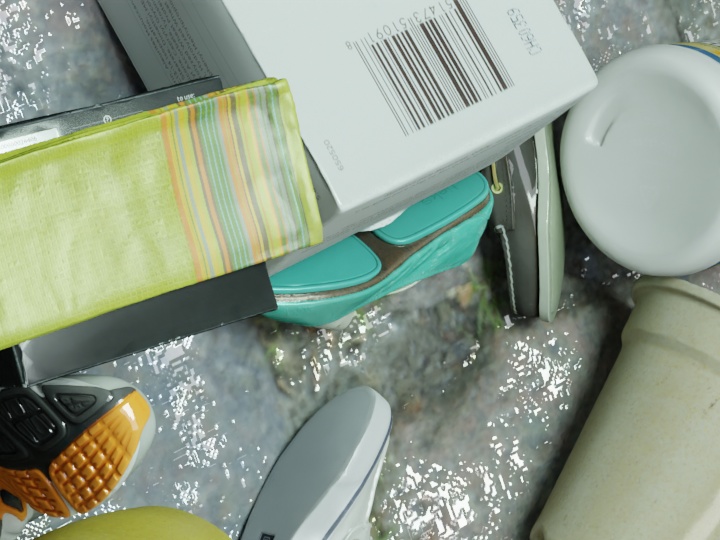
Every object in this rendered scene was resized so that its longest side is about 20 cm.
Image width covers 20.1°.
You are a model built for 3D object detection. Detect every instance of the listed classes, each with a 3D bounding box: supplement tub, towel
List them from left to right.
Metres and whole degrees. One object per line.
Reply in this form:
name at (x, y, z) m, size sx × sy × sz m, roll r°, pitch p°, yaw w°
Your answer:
towel at (-0.108, -0.027, 0.949) m, size 0.200 × 0.018 × 0.086 m, roll -20°, pitch 97°, yaw -32°
supplement tub at (0.238, -0.079, 1.321) m, size 0.200 × 0.144 × 0.145 m, roll -12°, pitch 95°, yaw -50°

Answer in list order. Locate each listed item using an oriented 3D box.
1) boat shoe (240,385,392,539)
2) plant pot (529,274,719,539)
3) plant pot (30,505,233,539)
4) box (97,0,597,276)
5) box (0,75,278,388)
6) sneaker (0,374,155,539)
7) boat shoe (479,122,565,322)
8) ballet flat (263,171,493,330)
boat shoe at (-0.026, 0.167, 1.203) m, size 0.066 × 0.072 × 0.200 m, roll 36°, pitch 71°, yaw -31°
plant pot at (0.210, 0.134, 1.301) m, size 0.200 × 0.200 × 0.184 m, roll 40°, pitch 79°, yaw -25°
plant pot at (-0.125, 0.207, 1.084) m, size 0.200 × 0.200 × 0.142 m, roll 57°, pitch 36°, yaw -18°
box at (-0.009, -0.133, 1.160) m, size 0.199 × 0.131 × 0.200 m, roll -27°, pitch 85°, yaw -31°
box at (-0.164, -0.016, 1.041) m, size 0.148 × 0.200 × 0.125 m, roll -17°, pitch 96°, yaw -32°
sneaker at (-0.152, 0.083, 1.056) m, size 0.092 × 0.200 × 0.076 m, roll -35°, pitch 95°, yaw -38°
boat shoe at (0.096, -0.066, 1.298) m, size 0.072 × 0.060 × 0.202 m, roll -42°, pitch 130°, yaw -74°
ballet flat at (0.000, 0.000, 1.228) m, size 0.200 × 0.067 × 0.070 m, roll -25°, pitch 140°, yaw -32°
